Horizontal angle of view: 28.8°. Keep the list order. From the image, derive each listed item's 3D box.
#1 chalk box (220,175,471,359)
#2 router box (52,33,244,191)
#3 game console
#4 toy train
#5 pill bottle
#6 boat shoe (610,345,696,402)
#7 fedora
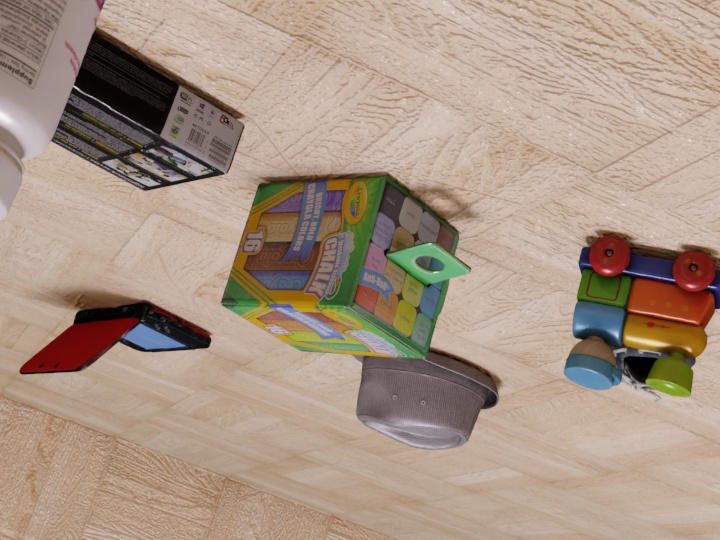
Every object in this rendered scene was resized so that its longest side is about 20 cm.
[{"bbox_3d":[0.000,0.000,1.232,0.199,0.125,0.124,1,156,41],"label":"chalk box"},{"bbox_3d":[-0.216,-0.136,1.153,0.199,0.052,0.148,29,160,-32],"label":"router box"},{"bbox_3d":[-0.326,0.113,1.872,0.172,0.120,0.199,30,159,-32],"label":"game console"},{"bbox_3d":[0.268,0.051,1.147,0.198,0.117,0.085,11,162,19],"label":"toy train"},{"bbox_3d":[-0.240,-0.143,0.916,0.112,0.202,0.114,16,162,5],"label":"pill bottle"},{"bbox_3d":[0.271,0.082,1.320,0.074,0.062,0.200,18,162,-9],"label":"boat shoe"},{"bbox_3d":[0.064,0.157,1.681,0.198,0.091,0.177,13,161,14],"label":"fedora"}]
